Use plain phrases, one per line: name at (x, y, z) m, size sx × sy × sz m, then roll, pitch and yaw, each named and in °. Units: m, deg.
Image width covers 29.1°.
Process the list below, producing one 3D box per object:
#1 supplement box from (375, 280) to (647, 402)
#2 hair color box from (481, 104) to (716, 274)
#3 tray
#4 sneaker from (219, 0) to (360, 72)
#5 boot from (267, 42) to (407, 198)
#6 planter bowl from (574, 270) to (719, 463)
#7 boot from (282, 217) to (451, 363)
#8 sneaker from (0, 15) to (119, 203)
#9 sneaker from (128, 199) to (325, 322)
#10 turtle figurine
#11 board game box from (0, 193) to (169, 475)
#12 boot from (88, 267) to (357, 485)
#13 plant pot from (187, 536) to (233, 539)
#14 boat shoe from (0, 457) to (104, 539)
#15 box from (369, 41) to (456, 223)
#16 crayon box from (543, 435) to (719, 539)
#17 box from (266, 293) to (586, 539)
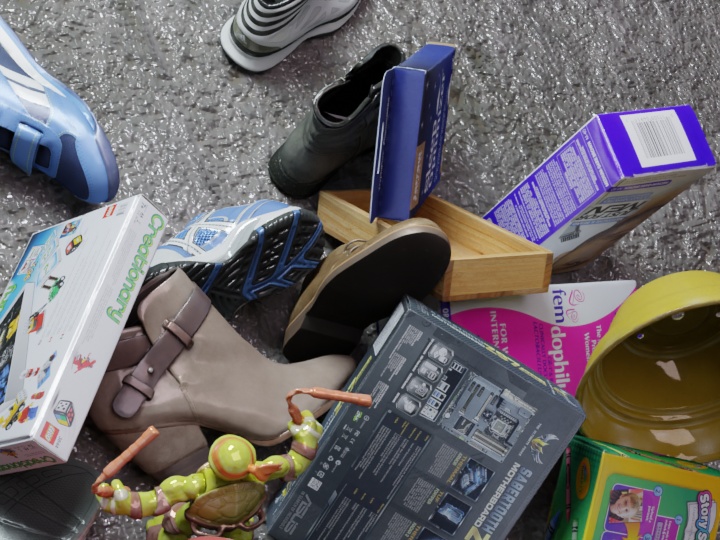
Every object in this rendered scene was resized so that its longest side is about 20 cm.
supplement box at (0.124, 0.066, 1.134) m, size 0.199 × 0.103 × 0.102 m, roll -3°, pitch 85°, yaw -31°
hair color box at (0.195, -0.062, 1.190) m, size 0.109 × 0.200 × 0.065 m, roll -9°, pitch 71°, yaw -32°
tray at (0.055, -0.024, 1.114) m, size 0.098 × 0.200 × 0.037 m, roll -4°, pitch 109°, yaw -30°
sneaker at (-0.034, -0.260, 1.223) m, size 0.076 × 0.115 × 0.201 m, roll 43°, pitch 53°, yaw -1°
boot at (0.009, -0.149, 1.178) m, size 0.068 × 0.131 × 0.200 m, roll 42°, pitch 53°, yaw 0°
planter bowl at (0.255, 0.061, 1.078) m, size 0.199 × 0.201 × 0.084 m, roll 14°, pitch 42°, yaw -21°
boot at (0.000, 0.000, 1.052) m, size 0.073 × 0.200 × 0.076 m, roll 21°, pitch 54°, yaw -23°
sneaker at (-0.266, -0.116, 1.052) m, size 0.200 × 0.074 × 0.082 m, roll 43°, pitch 54°, yaw 7°
sneaker at (-0.125, 0.004, 1.072) m, size 0.199 × 0.077 × 0.076 m, roll -25°, pitch 122°, yaw -23°
turtle figurine at (-0.087, 0.151, 0.942) m, size 0.199 × 0.162 × 0.065 m, roll -17°, pitch 63°, yaw -25°
board game box at (-0.215, 0.046, 0.957) m, size 0.035 × 0.126 × 0.201 m, roll 43°, pitch 49°, yaw -33°
boot at (-0.107, 0.065, 1.018) m, size 0.199 × 0.070 × 0.147 m, roll -33°, pitch 105°, yaw -27°
plant pot at (-0.112, 0.276, 0.864) m, size 0.200 × 0.200 × 0.177 m, roll 42°, pitch 44°, yaw -2°
boat shoe at (-0.239, 0.205, 0.908) m, size 0.074 × 0.065 × 0.202 m, roll 25°, pitch 48°, yaw 8°
box at (0.045, -0.114, 1.135) m, size 0.032 × 0.122 × 0.200 m, roll 9°, pitch 18°, yaw 11°
crayon box at (0.199, 0.239, 1.067) m, size 0.118 × 0.058 × 0.202 m, roll 14°, pitch 89°, yaw -22°
box at (0.046, 0.143, 1.020) m, size 0.157 × 0.201 × 0.051 m, roll 30°, pitch 10°, yaw -9°
